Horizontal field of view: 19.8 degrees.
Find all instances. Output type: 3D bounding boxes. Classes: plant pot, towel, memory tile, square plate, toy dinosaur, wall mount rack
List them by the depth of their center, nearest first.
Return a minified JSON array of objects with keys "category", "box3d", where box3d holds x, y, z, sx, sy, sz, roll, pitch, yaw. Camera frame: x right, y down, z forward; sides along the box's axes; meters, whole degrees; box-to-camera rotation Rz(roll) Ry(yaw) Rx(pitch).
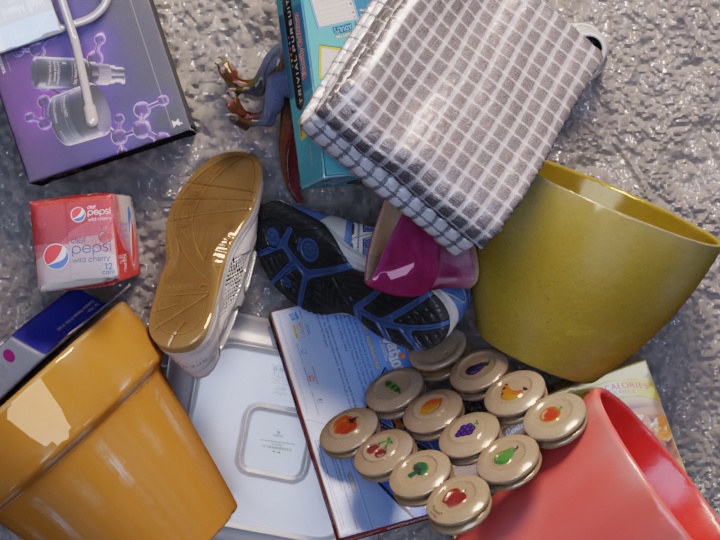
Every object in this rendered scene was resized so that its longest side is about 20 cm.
[{"category":"towel","box3d":[0.072,-0.137,1.502,0.165,0.086,0.200,37,68,-13]},{"category":"memory tile","box3d":[0.069,0.118,1.576,0.153,0.200,0.017,-38,124,-18]},{"category":"plant pot","box3d":[0.175,0.220,1.584,0.177,0.200,0.201,-38,92,12]},{"category":"wall mount rack","box3d":[-0.282,-0.174,1.589,0.199,0.075,0.174,-18,92,3]},{"category":"plant pot","box3d":[-0.201,0.158,1.614,0.200,0.200,0.183,-41,93,0]},{"category":"plant pot","box3d":[0.165,0.004,1.625,0.199,0.200,0.142,23,100,-2]},{"category":"toy dinosaur","box3d":[-0.030,-0.189,1.651,0.181,0.105,0.200,-28,120,14]},{"category":"square plate","box3d":[-0.071,0.140,1.700,0.199,0.028,0.199,10,92,-1]}]

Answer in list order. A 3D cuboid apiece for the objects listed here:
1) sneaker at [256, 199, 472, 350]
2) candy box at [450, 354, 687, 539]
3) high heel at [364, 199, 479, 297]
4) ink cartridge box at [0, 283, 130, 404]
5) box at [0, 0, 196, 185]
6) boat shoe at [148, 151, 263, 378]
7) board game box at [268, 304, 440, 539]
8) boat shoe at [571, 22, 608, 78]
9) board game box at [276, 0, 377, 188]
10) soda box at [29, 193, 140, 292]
[{"category":"sneaker","box3d":[0.000,0.000,1.670,0.200,0.077,0.076,30,123,21]},{"category":"candy box","box3d":[0.157,0.157,1.690,0.199,0.055,0.116,-20,92,0]},{"category":"high heel","box3d":[0.024,-0.072,1.609,0.096,0.067,0.201,0,69,-33]},{"category":"ink cartridge box","box3d":[-0.268,0.071,1.615,0.200,0.095,0.037,-37,94,34]},{"category":"box","box3d":[-0.230,-0.185,1.665,0.141,0.079,0.201,-19,92,-3]},{"category":"boat shoe","box3d":[-0.119,-0.004,1.656,0.071,0.069,0.201,3,55,20]},{"category":"board game box","box3d":[0.002,0.112,1.658,0.103,0.019,0.201,-14,68,-9]},{"category":"boat shoe","box3d":[0.113,-0.140,1.673,0.199,0.069,0.072,-22,93,1]},{"category":"board game box","box3d":[0.017,-0.168,1.560,0.150,0.047,0.201,-5,84,-26]},{"category":"soda box","box3d":[-0.212,-0.024,1.606,0.063,0.200,0.070,-6,92,-2]}]
